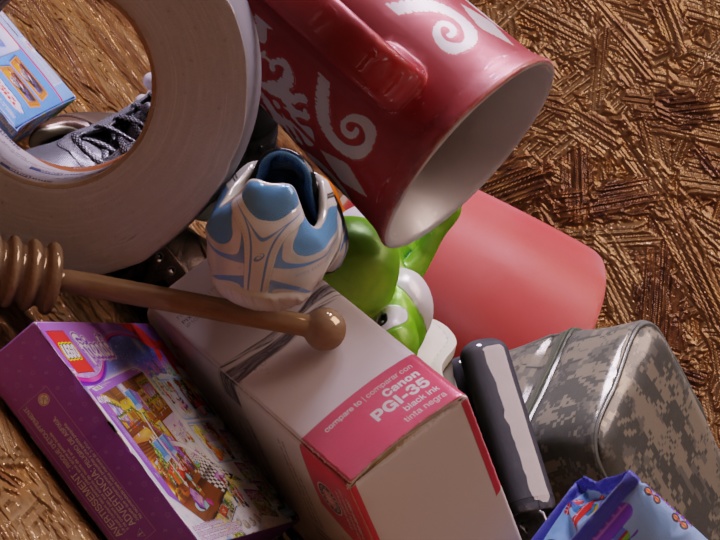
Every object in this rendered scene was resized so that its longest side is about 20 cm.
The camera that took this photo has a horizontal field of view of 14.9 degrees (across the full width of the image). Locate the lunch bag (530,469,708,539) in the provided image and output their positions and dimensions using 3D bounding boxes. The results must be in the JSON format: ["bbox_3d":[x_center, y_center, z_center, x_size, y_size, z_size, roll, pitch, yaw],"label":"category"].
[{"bbox_3d":[0.125,0.232,1.471,0.150,0.200,0.094,42,-15,-6],"label":"lunch bag"}]

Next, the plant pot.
[{"bbox_3d":[0.060,0.018,2.111,0.177,0.201,0.201,36,13,-19],"label":"plant pot"}]

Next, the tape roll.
[{"bbox_3d":[-0.152,-0.099,1.418,0.201,0.200,0.066,49,10,-5],"label":"tape roll"}]

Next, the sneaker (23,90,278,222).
[{"bbox_3d":[-0.123,-0.084,1.584,0.199,0.114,0.076,-8,41,-41],"label":"sneaker"}]

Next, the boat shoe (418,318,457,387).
[{"bbox_3d":[0.028,0.082,1.661,0.202,0.071,0.061,-104,-171,-69],"label":"boat shoe"}]

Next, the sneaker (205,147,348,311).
[{"bbox_3d":[-0.038,-0.033,1.435,0.071,0.073,0.200,16,13,0],"label":"sneaker"}]

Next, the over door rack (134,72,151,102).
[{"bbox_3d":[-0.095,-0.028,1.767,0.201,0.066,0.148,63,-11,2],"label":"over door rack"}]

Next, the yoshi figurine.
[{"bbox_3d":[0.000,-0.014,1.628,0.111,0.113,0.200,24,23,-15],"label":"yoshi figurine"}]

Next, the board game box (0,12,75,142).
[{"bbox_3d":[-0.248,-0.142,1.659,0.151,0.037,0.200,50,8,-4],"label":"board game box"}]

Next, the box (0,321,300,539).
[{"bbox_3d":[-0.107,0.090,1.394,0.137,0.039,0.200,52,9,9],"label":"box"}]

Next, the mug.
[{"bbox_3d":[-0.006,-0.138,1.500,0.200,0.133,0.178,44,-24,15],"label":"mug"}]

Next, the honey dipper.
[{"bbox_3d":[-0.103,0.014,1.395,0.199,0.038,0.038,11,23,-17],"label":"honey dipper"}]

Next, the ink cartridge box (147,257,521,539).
[{"bbox_3d":[-0.014,0.086,1.483,0.200,0.083,0.147,39,-20,43],"label":"ink cartridge box"}]

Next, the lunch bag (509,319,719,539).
[{"bbox_3d":[0.139,0.146,1.810,0.201,0.167,0.140,59,42,-30],"label":"lunch bag"}]

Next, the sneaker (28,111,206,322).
[{"bbox_3d":[-0.137,-0.012,1.654,0.075,0.071,0.200,-1,48,-48],"label":"sneaker"}]

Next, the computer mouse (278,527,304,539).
[{"bbox_3d":[0.017,0.180,1.639,0.110,0.044,0.200,51,8,14],"label":"computer mouse"}]

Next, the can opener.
[{"bbox_3d":[0.110,0.138,1.686,0.053,0.066,0.201,-48,-126,56],"label":"can opener"}]
